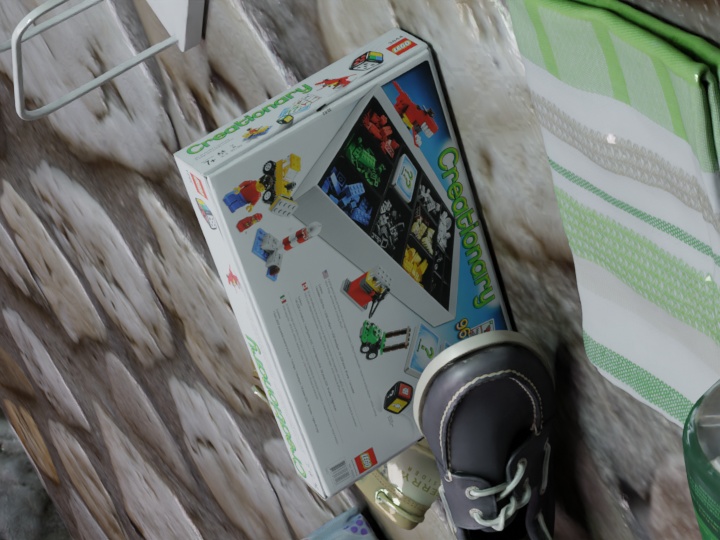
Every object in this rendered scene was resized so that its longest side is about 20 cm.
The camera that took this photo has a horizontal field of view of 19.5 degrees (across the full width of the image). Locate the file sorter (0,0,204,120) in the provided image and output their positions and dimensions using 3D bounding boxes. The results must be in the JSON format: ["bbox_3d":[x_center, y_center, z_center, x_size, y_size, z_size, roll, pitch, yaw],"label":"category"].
[{"bbox_3d":[-0.192,-0.211,1.203,0.200,0.124,0.139,55,162,14],"label":"file sorter"}]

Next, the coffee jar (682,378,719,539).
[{"bbox_3d":[0.174,0.113,0.749,0.085,0.104,0.200,41,155,42],"label":"coffee jar"}]

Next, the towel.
[{"bbox_3d":[0.113,-0.016,0.829,0.149,0.031,0.200,35,150,52],"label":"towel"}]

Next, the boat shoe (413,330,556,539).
[{"bbox_3d":[0.073,0.102,1.044,0.200,0.072,0.063,80,170,-54],"label":"boat shoe"}]

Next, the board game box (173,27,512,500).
[{"bbox_3d":[0.000,0.000,1.009,0.035,0.126,0.200,36,151,51],"label":"board game box"}]

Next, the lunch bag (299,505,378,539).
[{"bbox_3d":[-0.021,0.280,1.539,0.170,0.127,0.200,55,153,7],"label":"lunch bag"}]

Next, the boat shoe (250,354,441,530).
[{"bbox_3d":[-0.013,0.083,1.172,0.073,0.063,0.200,27,179,-30],"label":"boat shoe"}]
